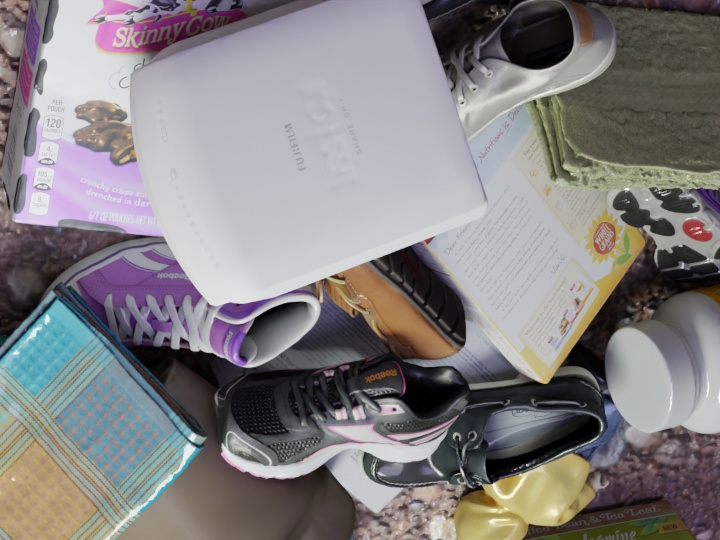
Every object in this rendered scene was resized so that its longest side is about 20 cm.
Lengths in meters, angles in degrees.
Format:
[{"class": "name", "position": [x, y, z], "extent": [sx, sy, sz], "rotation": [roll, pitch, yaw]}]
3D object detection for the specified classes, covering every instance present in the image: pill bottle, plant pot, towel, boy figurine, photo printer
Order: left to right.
[{"class": "towel", "position": [-0.215, 0.129, 1.050], "extent": [0.147, 0.022, 0.200], "rotation": [45, 101, 0]}, {"class": "plant pot", "position": [-0.129, 0.164, 1.134], "extent": [0.199, 0.200, 0.174], "rotation": [-34, 108, 2]}, {"class": "photo printer", "position": [-0.038, -0.079, 0.969], "extent": [0.198, 0.069, 0.168], "rotation": [-20, 95, -11]}, {"class": "boy figurine", "position": [0.152, 0.163, 1.295], "extent": [0.123, 0.065, 0.201], "rotation": [27, 107, -28]}, {"class": "towel", "position": [0.205, -0.123, 1.118], "extent": [0.197, 0.150, 0.037], "rotation": [-1, 155, -20]}, {"class": "pill bottle", "position": [0.298, 0.065, 1.245], "extent": [0.198, 0.113, 0.114], "rotation": [-13, 123, -26]}]

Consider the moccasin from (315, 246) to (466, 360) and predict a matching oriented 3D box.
[{"class": "moccasin", "position": [0.000, -0.001, 1.088], "extent": [0.077, 0.074, 0.201], "rotation": [-19, 143, 23]}]

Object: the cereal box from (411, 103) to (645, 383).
[{"class": "cereal box", "position": [0.117, -0.033, 1.161], "extent": [0.144, 0.039, 0.200], "rotation": [-51, 124, -14]}]

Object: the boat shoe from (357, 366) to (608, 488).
[{"class": "boat shoe", "position": [0.097, 0.132, 1.200], "extent": [0.197, 0.066, 0.075], "rotation": [-11, 120, -7]}]

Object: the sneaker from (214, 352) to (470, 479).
[{"class": "sneaker", "position": [-0.009, 0.089, 1.103], "extent": [0.198, 0.081, 0.086], "rotation": [-4, 152, -35]}]

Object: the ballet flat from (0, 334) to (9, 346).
[{"class": "ballet flat", "position": [-0.281, 0.064, 1.074], "extent": [0.199, 0.067, 0.071], "rotation": [25, 88, -31]}]

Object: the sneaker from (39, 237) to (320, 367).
[{"class": "sneaker", "position": [-0.125, 0.029, 1.088], "extent": [0.198, 0.115, 0.073], "rotation": [-16, 124, -6]}]

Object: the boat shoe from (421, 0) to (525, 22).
[{"class": "boat shoe", "position": [0.110, -0.205, 1.067], "extent": [0.198, 0.072, 0.068], "rotation": [-25, 120, -8]}]

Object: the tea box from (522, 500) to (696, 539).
[{"class": "tea box", "position": [0.206, 0.318, 1.322], "extent": [0.197, 0.197, 0.135], "rotation": [-7, 121, -17]}]

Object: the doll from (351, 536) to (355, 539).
[{"class": "doll", "position": [-0.039, 0.274, 1.297], "extent": [0.136, 0.049, 0.200], "rotation": [-39, 124, 3]}]

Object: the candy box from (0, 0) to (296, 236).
[{"class": "candy box", "position": [-0.135, -0.128, 1.021], "extent": [0.166, 0.072, 0.202], "rotation": [5, 116, -22]}]

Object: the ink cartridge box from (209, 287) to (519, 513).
[{"class": "ink cartridge box", "position": [0.018, 0.063, 1.203], "extent": [0.200, 0.041, 0.199], "rotation": [-43, 123, 5]}]

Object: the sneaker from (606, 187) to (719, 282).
[{"class": "sneaker", "position": [0.255, -0.055, 1.205], "extent": [0.080, 0.084, 0.200], "rotation": [-10, 147, 29]}]

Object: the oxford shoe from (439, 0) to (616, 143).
[{"class": "oxford shoe", "position": [0.078, -0.132, 1.071], "extent": [0.198, 0.076, 0.058], "rotation": [-23, 157, 22]}]
